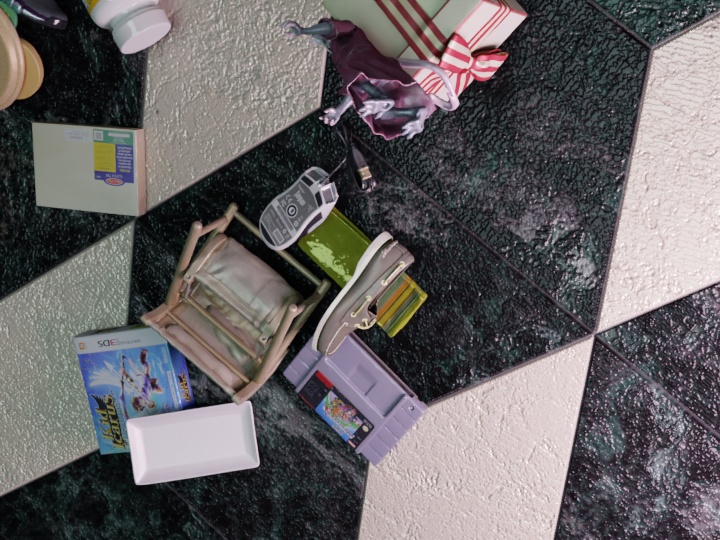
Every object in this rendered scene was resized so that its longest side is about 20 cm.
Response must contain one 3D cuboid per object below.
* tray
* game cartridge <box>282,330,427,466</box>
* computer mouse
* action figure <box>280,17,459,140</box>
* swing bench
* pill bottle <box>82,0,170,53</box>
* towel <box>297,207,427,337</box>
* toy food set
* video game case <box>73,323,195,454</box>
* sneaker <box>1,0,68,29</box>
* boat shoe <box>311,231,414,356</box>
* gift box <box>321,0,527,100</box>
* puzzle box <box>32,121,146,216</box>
[{"bbox_3d":[-0.261,0.267,1.613,0.195,0.022,0.110,-8,100,-5],"label":"tray"},{"bbox_3d":[-0.011,0.179,1.527,0.200,0.038,0.130,43,109,8],"label":"game cartridge"},{"bbox_3d":[-0.066,-0.107,1.469,0.199,0.044,0.111,-40,71,22],"label":"computer mouse"},{"bbox_3d":[0.002,-0.247,1.198,0.147,0.135,0.201,-28,49,-2],"label":"action figure"},{"bbox_3d":[-0.185,0.049,1.518,0.198,0.130,0.201,39,118,9],"label":"swing bench"},{"bbox_3d":[-0.357,-0.423,1.487,0.112,0.113,0.203,-28,90,24],"label":"pill bottle"},{"bbox_3d":[0.000,0.000,1.490,0.200,0.018,0.086,44,113,8],"label":"towel"},{"bbox_3d":[-0.603,-0.351,1.625,0.197,0.049,0.201,-15,108,30],"label":"toy food set"},{"bbox_3d":[-0.360,0.190,1.662,0.178,0.045,0.204,-8,99,24],"label":"video game case"},{"bbox_3d":[-0.516,-0.449,1.569,0.199,0.074,0.088,36,107,12],"label":"sneaker"},{"bbox_3d":[0.001,0.044,1.448,0.060,0.072,0.203,36,106,12],"label":"boat shoe"},{"bbox_3d":[0.083,-0.310,1.304,0.188,0.183,0.200,51,121,14],"label":"gift box"},{"bbox_3d":[-0.427,-0.161,1.621,0.196,0.025,0.136,7,104,20],"label":"puzzle box"}]
